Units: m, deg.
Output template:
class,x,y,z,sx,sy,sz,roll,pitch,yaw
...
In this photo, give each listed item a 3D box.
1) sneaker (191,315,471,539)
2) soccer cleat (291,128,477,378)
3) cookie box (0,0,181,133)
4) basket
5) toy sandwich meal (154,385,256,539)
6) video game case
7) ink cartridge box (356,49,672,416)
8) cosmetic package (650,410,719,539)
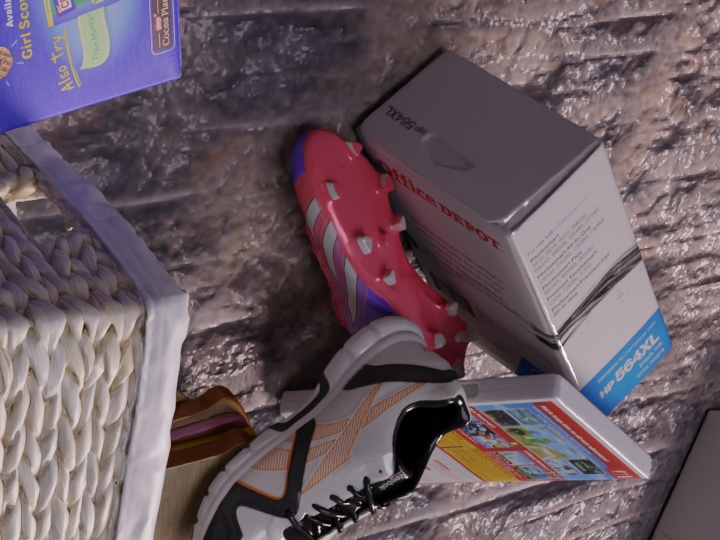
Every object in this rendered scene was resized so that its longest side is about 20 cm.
class,x,y,z,sx,sy,sz,roll,pitch,yaw
sneaker,-0.018,0.119,0.938,0.200,0.080,0.074,-50,140,-2
soccer cleat,0.000,0.000,0.996,0.201,0.076,0.067,55,41,-33
cookie box,-0.184,-0.148,0.718,0.199,0.075,0.173,-21,130,-31
basket,-0.199,0.059,0.758,0.159,0.198,0.202,-8,123,-33
toy sandwich meal,-0.145,0.154,0.959,0.204,0.070,0.207,-23,130,-30
video game case,0.067,0.105,1.040,0.143,0.198,0.018,40,53,-48
ink cartridge box,0.098,-0.018,1.003,0.084,0.146,0.201,-41,138,-13
cosmetic package,0.323,0.225,1.416,0.112,0.081,0.202,3,116,-40
